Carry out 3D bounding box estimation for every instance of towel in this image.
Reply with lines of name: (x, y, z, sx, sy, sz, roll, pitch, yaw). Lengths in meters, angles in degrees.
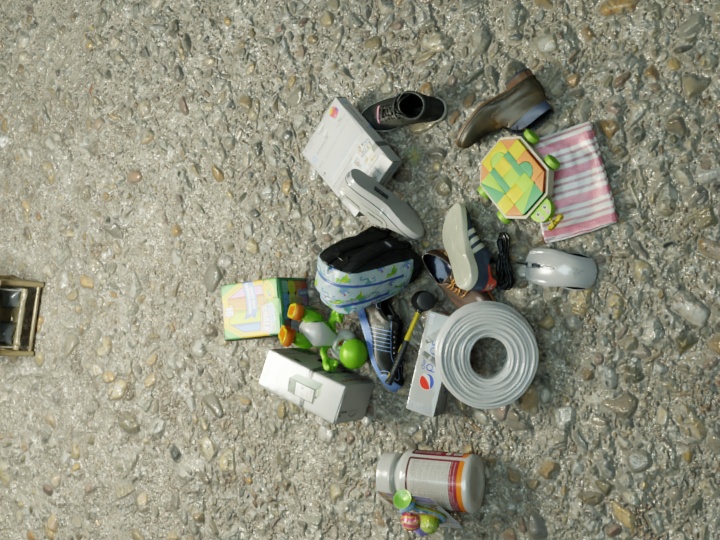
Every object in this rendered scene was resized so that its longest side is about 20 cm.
towel: (0.391, -0.167, 1.586, 0.144, 0.030, 0.204, -17, 80, 25)

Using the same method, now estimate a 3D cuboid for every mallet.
mallet: (0.097, 0.132, 1.674, 0.041, 0.066, 0.203, 24, 77, -7)

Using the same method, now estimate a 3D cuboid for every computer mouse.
computer mouse: (0.348, -0.009, 1.594, 0.196, 0.044, 0.112, 7, 90, 28)

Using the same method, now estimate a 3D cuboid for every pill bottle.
pill bottle: (0.137, 0.409, 1.648, 0.196, 0.109, 0.112, -2, 87, 28)

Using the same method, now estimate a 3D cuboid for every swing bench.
swing bench: (-0.951, 0.116, 2.177, 0.127, 0.199, 0.203, 9, 92, 27)

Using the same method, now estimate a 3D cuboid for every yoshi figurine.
yoshi figurine: (-0.060, 0.143, 1.715, 0.113, 0.197, 0.113, -48, 28, 40)

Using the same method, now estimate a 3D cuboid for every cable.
cable: (0.239, 0.159, 1.591, 0.200, 0.069, 0.200, -43, 91, 4)

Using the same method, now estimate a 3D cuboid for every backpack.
backpack: (0.000, 0.000, 1.684, 0.162, 0.198, 0.156, 33, 113, 30)

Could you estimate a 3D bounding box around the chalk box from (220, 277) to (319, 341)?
chalk box: (-0.188, 0.081, 1.825, 0.196, 0.124, 0.127, -8, 84, 25)

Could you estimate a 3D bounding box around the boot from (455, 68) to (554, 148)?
boot: (0.278, -0.287, 1.625, 0.200, 0.074, 0.098, -44, 67, 17)

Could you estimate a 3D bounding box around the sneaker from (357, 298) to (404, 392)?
sneaker: (0.058, 0.144, 1.724, 0.077, 0.070, 0.203, -27, 76, 28)

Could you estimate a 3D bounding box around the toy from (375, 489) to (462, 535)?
toy: (0.111, 0.476, 1.611, 0.113, 0.201, 0.048, 0, 56, 27)

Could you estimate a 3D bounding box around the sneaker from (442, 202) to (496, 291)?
sneaker: (0.219, -0.041, 1.648, 0.075, 0.083, 0.203, -48, 38, 45)

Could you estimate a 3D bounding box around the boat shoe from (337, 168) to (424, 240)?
boat shoe: (0.040, -0.122, 1.715, 0.198, 0.073, 0.066, 35, 127, -14)

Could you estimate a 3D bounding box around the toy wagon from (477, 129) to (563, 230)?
toy wagon: (0.310, -0.161, 1.595, 0.156, 0.039, 0.201, -51, 58, 30)

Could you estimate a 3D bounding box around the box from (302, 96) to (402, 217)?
box: (-0.022, -0.240, 1.779, 0.201, 0.041, 0.157, 49, 124, 20)

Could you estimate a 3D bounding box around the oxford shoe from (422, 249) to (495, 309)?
oxford shoe: (0.192, 0.037, 1.656, 0.200, 0.073, 0.072, 44, 106, 22)

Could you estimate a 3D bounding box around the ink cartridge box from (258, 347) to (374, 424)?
ink cartridge box: (-0.089, 0.237, 1.754, 0.197, 0.145, 0.086, 22, 97, 25)

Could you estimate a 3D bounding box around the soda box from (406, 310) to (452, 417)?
soda box: (0.151, 0.184, 1.674, 0.062, 0.068, 0.204, 15, 95, 25)

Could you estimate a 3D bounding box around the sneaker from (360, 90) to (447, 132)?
sneaker: (0.070, -0.330, 1.722, 0.196, 0.099, 0.072, -2, 89, 29)
